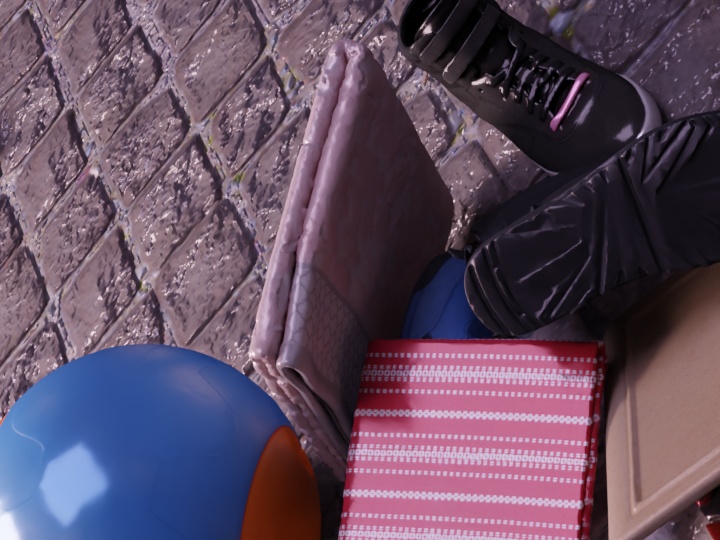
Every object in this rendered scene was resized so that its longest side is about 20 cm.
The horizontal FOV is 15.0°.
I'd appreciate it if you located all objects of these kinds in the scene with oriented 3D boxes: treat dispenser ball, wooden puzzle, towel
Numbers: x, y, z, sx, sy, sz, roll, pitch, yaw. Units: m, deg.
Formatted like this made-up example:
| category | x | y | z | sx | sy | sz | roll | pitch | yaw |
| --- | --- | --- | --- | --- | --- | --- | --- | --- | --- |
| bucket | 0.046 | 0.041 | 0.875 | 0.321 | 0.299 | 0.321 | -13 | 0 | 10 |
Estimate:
| category | x | y | z | sx | sy | sz | roll | pitch | yaw |
| --- | --- | --- | --- | --- | --- | --- | --- | --- | --- |
| treat dispenser ball | -0.122 | 0.142 | 1.550 | 0.201 | 0.201 | 0.202 | -31 | 43 | 34 |
| wooden puzzle | 0.193 | 0.038 | 1.354 | 0.200 | 0.037 | 0.185 | -45 | 21 | 27 |
| towel | 0.000 | 0.000 | 1.518 | 0.032 | 0.200 | 0.192 | 8 | 69 | 18 |
| towel | 0.055 | 0.134 | 1.420 | 0.144 | 0.022 | 0.201 | 0 | 74 | 27 |

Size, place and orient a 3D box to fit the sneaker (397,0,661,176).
| category | x | y | z | sx | sy | sz | roll | pitch | yaw |
| --- | --- | --- | --- | --- | --- | --- | --- | --- | --- |
| sneaker | 0.088 | -0.112 | 1.571 | 0.071 | 0.099 | 0.200 | -56 | 35 | 1 |

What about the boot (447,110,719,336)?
| category | x | y | z | sx | sy | sz | roll | pitch | yaw |
| --- | --- | --- | --- | --- | --- | --- | --- | --- | --- |
| boot | 0.138 | -0.030 | 1.428 | 0.198 | 0.074 | 0.162 | -27 | 3 | 10 |

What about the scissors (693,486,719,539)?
| category | x | y | z | sx | sy | sz | roll | pitch | yaw |
| --- | --- | --- | --- | --- | --- | --- | --- | --- | --- |
| scissors | 0.183 | 0.114 | 1.356 | 0.073 | 0.014 | 0.200 | -49 | 34 | 18 |

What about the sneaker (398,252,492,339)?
| category | x | y | z | sx | sy | sz | roll | pitch | yaw |
| --- | --- | --- | --- | --- | --- | --- | --- | --- | --- |
| sneaker | 0.060 | 0.082 | 1.495 | 0.078 | 0.066 | 0.201 | -9 | 59 | 35 |
